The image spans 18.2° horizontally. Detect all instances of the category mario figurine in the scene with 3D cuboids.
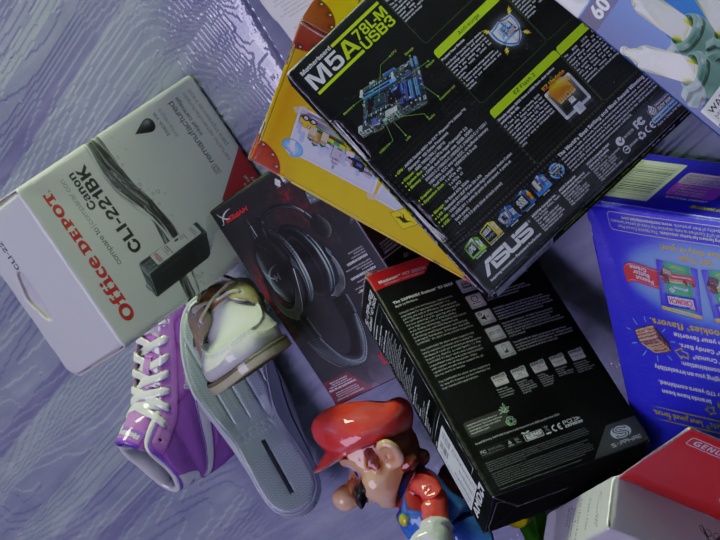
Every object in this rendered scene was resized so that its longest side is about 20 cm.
[{"bbox_3d":[0.033,0.185,1.691,0.200,0.106,0.124,44,140,4],"label":"mario figurine"}]

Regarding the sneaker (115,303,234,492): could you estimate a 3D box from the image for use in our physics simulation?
[{"bbox_3d":[-0.169,0.091,1.889,0.072,0.114,0.202,-2,116,47],"label":"sneaker"}]

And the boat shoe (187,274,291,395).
[{"bbox_3d":[-0.102,0.046,1.732,0.069,0.074,0.200,59,174,-6],"label":"boat shoe"}]

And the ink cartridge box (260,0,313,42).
[{"bbox_3d":[-0.037,-0.229,1.555,0.200,0.050,0.109,52,142,-12],"label":"ink cartridge box"}]

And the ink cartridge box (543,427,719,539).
[{"bbox_3d":[0.244,0.183,1.457,0.199,0.045,0.176,23,148,-17],"label":"ink cartridge box"}]

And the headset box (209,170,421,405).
[{"bbox_3d":[0.000,0.000,1.677,0.148,0.077,0.201,-27,96,52],"label":"headset box"}]

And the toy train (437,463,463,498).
[{"bbox_3d":[0.080,0.157,1.740,0.034,0.046,0.201,37,139,18],"label":"toy train"}]

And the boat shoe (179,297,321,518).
[{"bbox_3d":[-0.093,0.115,1.863,0.067,0.073,0.201,52,-165,-81],"label":"boat shoe"}]

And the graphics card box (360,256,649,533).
[{"bbox_3d":[0.096,0.071,1.539,0.201,0.125,0.051,59,156,33],"label":"graphics card box"}]

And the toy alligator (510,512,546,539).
[{"bbox_3d":[0.121,0.124,1.661,0.054,0.059,0.201,27,136,27],"label":"toy alligator"}]

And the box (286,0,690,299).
[{"bbox_3d":[0.088,-0.119,1.414,0.193,0.200,0.048,46,179,8],"label":"box"}]

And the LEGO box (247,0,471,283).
[{"bbox_3d":[0.040,-0.096,1.519,0.199,0.077,0.149,29,140,3],"label":"LEGO box"}]

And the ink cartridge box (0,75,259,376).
[{"bbox_3d":[-0.175,-0.035,1.726,0.145,0.200,0.084,55,142,-4],"label":"ink cartridge box"}]

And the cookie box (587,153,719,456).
[{"bbox_3d":[0.248,0.036,1.454,0.170,0.075,0.201,11,126,41],"label":"cookie box"}]

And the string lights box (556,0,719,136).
[{"bbox_3d":[0.216,-0.148,1.329,0.200,0.059,0.103,41,111,13],"label":"string lights box"}]
